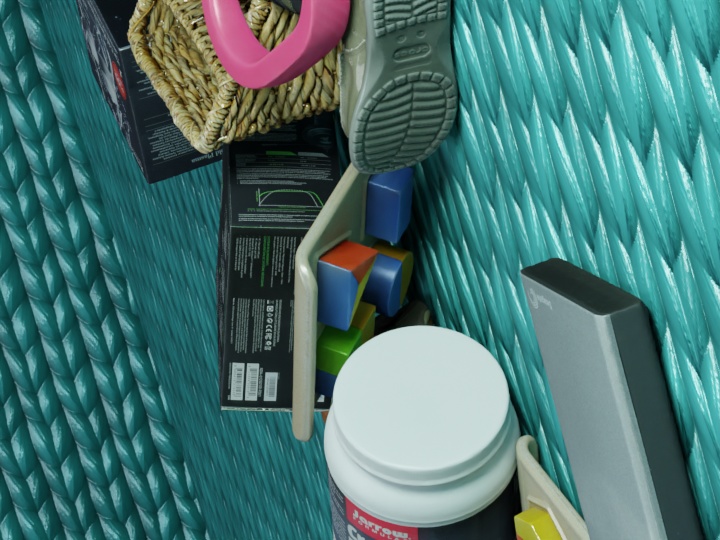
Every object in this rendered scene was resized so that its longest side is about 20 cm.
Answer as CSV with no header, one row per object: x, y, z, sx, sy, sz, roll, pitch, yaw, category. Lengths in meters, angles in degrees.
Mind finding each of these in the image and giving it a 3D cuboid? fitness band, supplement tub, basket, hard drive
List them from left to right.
-0.096,-0.206,1.758,0.200,0.149,0.143,-122,17,-50,basket
-0.064,-0.199,1.542,0.144,0.037,0.200,68,156,3,fitness band
0.046,0.148,1.686,0.200,0.140,0.141,86,161,-52,supplement tub
0.153,0.100,1.384,0.140,0.033,0.201,-145,38,-71,hard drive

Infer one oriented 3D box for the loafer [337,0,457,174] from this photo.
0.022,-0.147,1.526,0.200,0.075,0.070,97,158,-46,loafer

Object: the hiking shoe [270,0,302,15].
-0.022,-0.250,1.580,0.101,0.076,0.200,35,143,13,hiking shoe

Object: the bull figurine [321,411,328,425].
-0.003,0.121,2.056,0.200,0.065,0.122,-128,18,-63,bull figurine

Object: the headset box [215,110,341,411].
-0.067,-0.015,1.867,0.200,0.092,0.175,-98,11,-57,headset box

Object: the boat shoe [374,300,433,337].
0.032,0.073,1.825,0.074,0.076,0.200,54,173,-3,boat shoe

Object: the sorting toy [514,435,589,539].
0.150,0.239,1.607,0.200,0.036,0.186,-122,17,-47,sorting toy

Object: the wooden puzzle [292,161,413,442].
0.000,0.000,1.690,0.186,0.046,0.200,92,-163,-47,wooden puzzle

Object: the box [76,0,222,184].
-0.212,-0.226,2.361,0.182,0.104,0.200,81,165,-45,box
